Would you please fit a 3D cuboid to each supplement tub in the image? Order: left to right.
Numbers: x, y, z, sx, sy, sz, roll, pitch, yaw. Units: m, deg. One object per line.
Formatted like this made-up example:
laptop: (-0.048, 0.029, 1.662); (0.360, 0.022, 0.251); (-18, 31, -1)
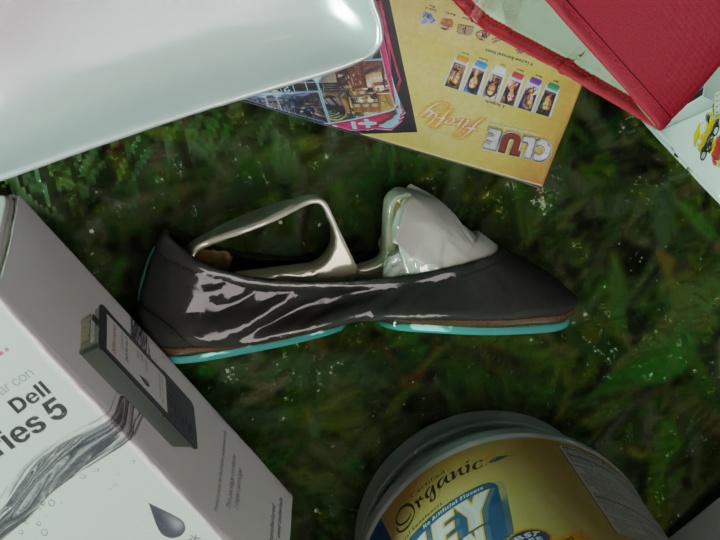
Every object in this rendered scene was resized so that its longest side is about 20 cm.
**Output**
supplement tub: (0.077, 0.158, 1.295); (0.144, 0.200, 0.145); (-5, 112, -12)

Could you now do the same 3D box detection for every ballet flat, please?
ballet flat: (0.000, 0.000, 1.290); (0.199, 0.068, 0.069); (-5, 104, -12)

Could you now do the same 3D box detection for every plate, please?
plate: (-0.112, -0.154, 1.192); (0.199, 0.032, 0.200); (-18, 105, 7)

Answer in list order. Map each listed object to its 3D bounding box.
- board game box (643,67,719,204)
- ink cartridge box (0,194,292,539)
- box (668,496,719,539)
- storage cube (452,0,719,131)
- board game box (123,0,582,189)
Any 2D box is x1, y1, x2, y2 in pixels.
board game box: (0.177, -0.138, 1.242); (0.035, 0.126, 0.200); (10, 109, -16)
ink cartridge box: (-0.146, 0.088, 1.260); (0.145, 0.084, 0.200); (-31, 117, 19)
box: (0.242, 0.200, 1.384); (0.200, 0.125, 0.097); (39, 113, -23)
storage cube: (0.086, -0.193, 1.106); (0.180, 0.171, 0.200); (-47, 120, -3)
board game box: (0.010, -0.126, 1.257); (0.200, 0.035, 0.136); (16, 107, -19)
